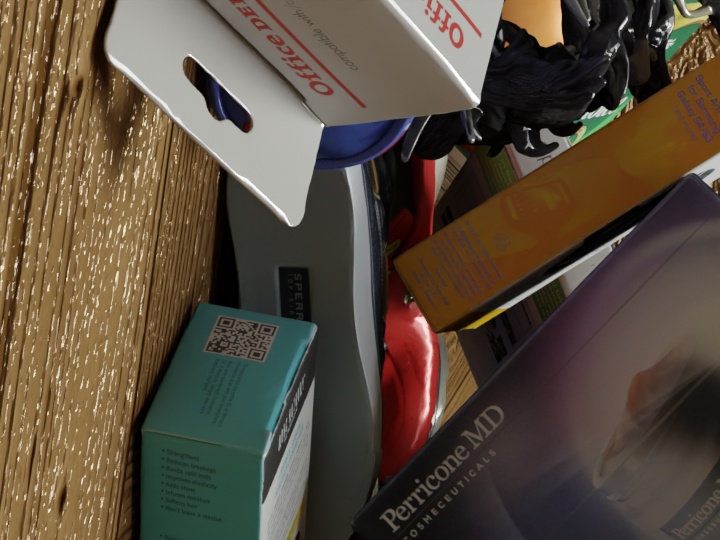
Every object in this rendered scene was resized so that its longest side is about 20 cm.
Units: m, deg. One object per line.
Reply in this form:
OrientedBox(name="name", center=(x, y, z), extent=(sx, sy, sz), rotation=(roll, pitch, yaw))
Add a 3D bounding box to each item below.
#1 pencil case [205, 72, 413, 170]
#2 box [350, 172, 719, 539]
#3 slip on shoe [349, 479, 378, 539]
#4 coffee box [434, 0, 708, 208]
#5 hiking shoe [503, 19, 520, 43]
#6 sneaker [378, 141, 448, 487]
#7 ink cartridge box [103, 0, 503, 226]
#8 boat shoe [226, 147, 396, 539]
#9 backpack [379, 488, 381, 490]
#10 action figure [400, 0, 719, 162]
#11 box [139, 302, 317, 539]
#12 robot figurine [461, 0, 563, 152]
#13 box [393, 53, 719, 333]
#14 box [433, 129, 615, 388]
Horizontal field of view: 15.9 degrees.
OrientedBox(name="pencil case", center=(0.001, -0.121, 0.987), extent=(0.200, 0.078, 0.087), rotation=(-71, -176, -51))
OrientedBox(name="box", center=(0.137, 0.102, 1.049), extent=(0.200, 0.198, 0.123), rotation=(-46, 169, 3))
OrientedBox(name="slip on shoe", center=(-0.028, 0.124, 1.158), extent=(0.061, 0.076, 0.200), rotation=(-89, 180, -66))
OrientedBox(name="coffee box", center=(0.106, -0.092, 1.429), extent=(0.200, 0.044, 0.123), rotation=(-48, 166, 22))
OrientedBox(name="hiking shoe", center=(0.050, -0.202, 1.141), extent=(0.076, 0.101, 0.200), rotation=(-50, 150, -77))
OrientedBox(name="sneaker", center=(0.000, 0.000, 1.171), extent=(0.085, 0.077, 0.200), rotation=(2, 88, -84))
OrientedBox(name="ink cartridge box", center=(-0.003, -0.128, 0.844), extent=(0.116, 0.068, 0.200), rotation=(42, 53, -43))
OrientedBox(name="boat shoe", center=(-0.016, 0.019, 1.063), extent=(0.091, 0.071, 0.200), rotation=(-58, 153, -64))
OrientedBox(name="backpack", center=(0.072, 0.168, 1.211), extent=(0.154, 0.190, 0.200), rotation=(1, 84, -48))
OrientedBox(name="action figure", center=(0.079, -0.103, 1.062), extent=(0.200, 0.119, 0.102), rotation=(-21, 87, -48))
OrientedBox(name="box", center=(-0.054, 0.118, 1.017), extent=(0.082, 0.049, 0.200), rotation=(-69, 166, -52))
OrientedBox(name="robot figurine", center=(0.065, -0.147, 1.274), extent=(0.144, 0.117, 0.200), rotation=(-46, -169, 30))
OrientedBox(name="box", center=(0.114, -0.041, 1.092), extent=(0.042, 0.200, 0.119), rotation=(57, 8, 6))
OrientedBox(name="box", center=(0.086, 0.015, 1.282), extent=(0.200, 0.036, 0.144), rotation=(121, -51, -73))
